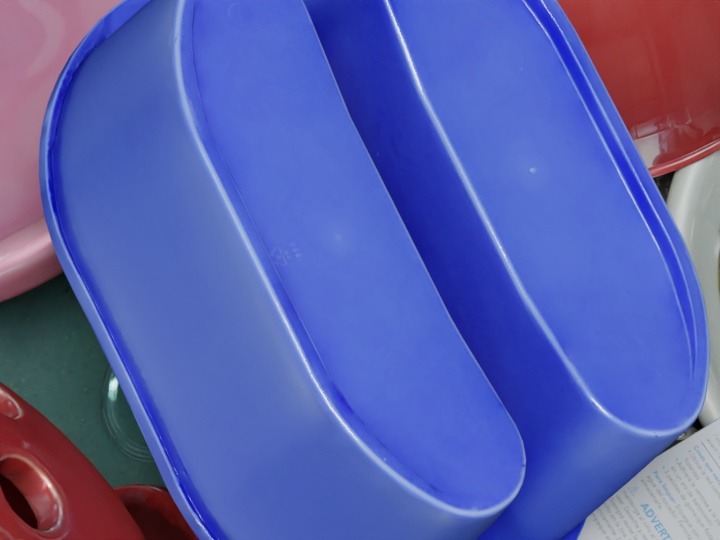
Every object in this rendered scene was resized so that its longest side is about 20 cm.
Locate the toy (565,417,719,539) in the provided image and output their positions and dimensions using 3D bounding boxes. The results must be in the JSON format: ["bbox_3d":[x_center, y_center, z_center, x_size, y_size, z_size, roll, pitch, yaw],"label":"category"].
[{"bbox_3d":[0.107,0.107,0.808,0.200,0.047,0.115,-30,72,-8],"label":"toy"}]

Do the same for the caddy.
[{"bbox_3d":[0.000,0.000,0.773,0.141,0.105,0.201,-19,78,-36],"label":"caddy"}]

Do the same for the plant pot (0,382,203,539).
[{"bbox_3d":[-0.134,0.112,0.748,0.182,0.200,0.201,25,84,-29],"label":"plant pot"}]

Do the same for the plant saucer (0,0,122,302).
[{"bbox_3d":[-0.122,-0.070,0.879,0.200,0.051,0.201,-9,61,17],"label":"plant saucer"}]

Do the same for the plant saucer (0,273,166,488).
[{"bbox_3d":[-0.052,0.040,0.866,0.199,0.036,0.201,-8,74,30],"label":"plant saucer"}]

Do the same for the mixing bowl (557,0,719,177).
[{"bbox_3d":[0.059,-0.134,0.855,0.199,0.108,0.201,-1,77,5],"label":"mixing bowl"}]

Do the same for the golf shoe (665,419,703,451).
[{"bbox_3d":[0.071,0.085,0.888,0.199,0.077,0.088,16,62,5],"label":"golf shoe"}]

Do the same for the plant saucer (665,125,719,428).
[{"bbox_3d":[0.192,0.004,0.878,0.199,0.050,0.201,-3,70,9],"label":"plant saucer"}]
